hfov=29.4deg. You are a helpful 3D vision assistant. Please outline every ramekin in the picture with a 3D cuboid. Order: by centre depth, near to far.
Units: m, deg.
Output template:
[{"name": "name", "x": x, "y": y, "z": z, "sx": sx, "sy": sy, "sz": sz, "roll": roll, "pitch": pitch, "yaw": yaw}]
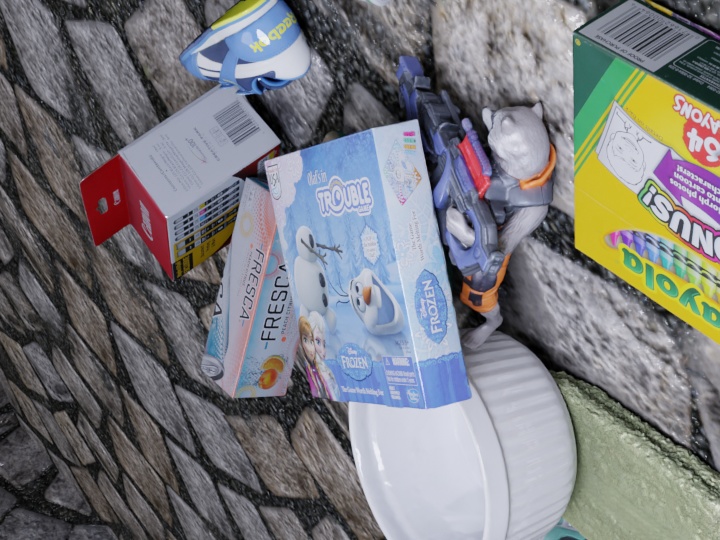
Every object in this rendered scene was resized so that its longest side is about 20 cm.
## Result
[{"name": "ramekin", "x": 0.085, "y": 0.141, "z": 1.105, "sx": 0.200, "sy": 0.105, "sz": 0.201, "roll": 32, "pitch": 129, "yaw": 52}]

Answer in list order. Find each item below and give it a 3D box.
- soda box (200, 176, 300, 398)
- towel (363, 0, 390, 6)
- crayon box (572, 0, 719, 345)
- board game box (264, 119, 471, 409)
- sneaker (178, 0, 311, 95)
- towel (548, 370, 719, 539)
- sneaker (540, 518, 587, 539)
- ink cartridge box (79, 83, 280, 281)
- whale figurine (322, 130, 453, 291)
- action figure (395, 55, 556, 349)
[{"name": "soda box", "x": -0.089, "y": 0.016, "z": 1.291, "sx": 0.068, "sy": 0.063, "sz": 0.201, "roll": 34, "pitch": 114, "yaw": 48}, {"name": "towel", "x": -0.056, "y": -0.280, "z": 1.056, "sx": 0.200, "sy": 0.031, "sz": 0.150, "roll": 24, "pitch": 140, "yaw": 52}, {"name": "crayon box", "x": 0.211, "y": -0.039, "z": 0.792, "sx": 0.200, "sy": 0.058, "sz": 0.173, "roll": 39, "pitch": 151, "yaw": 37}, {"name": "board game box", "x": 0.000, "y": 0.000, "z": 1.037, "sx": 0.200, "sy": 0.043, "sz": 0.200, "roll": -7, "pitch": 95, "yaw": 64}, {"name": "sneaker", "x": -0.101, "y": -0.188, "z": 1.207, "sx": 0.082, "sy": 0.074, "sz": 0.200, "roll": 48, "pitch": 166, "yaw": -13}, {"name": "towel", "x": 0.213, "y": 0.174, "z": 1.076, "sx": 0.200, "sy": 0.036, "sz": 0.149, "roll": 36, "pitch": 142, "yaw": 41}, {"name": "sneaker", "x": 0.157, "y": 0.233, "z": 1.239, "sx": 0.201, "sy": 0.077, "sz": 0.140, "roll": 63, "pitch": 160, "yaw": 12}, {"name": "ink cartridge box", "x": -0.173, "y": -0.071, "z": 1.338, "sx": 0.084, "sy": 0.175, "sz": 0.200, "roll": 52, "pitch": 166, "yaw": 11}, {"name": "whale figurine", "x": 0.016, "y": -0.025, "z": 1.184, "sx": 0.159, "sy": 0.103, "sz": 0.201, "roll": 106, "pitch": 151, "yaw": -55}, {"name": "action figure", "x": 0.087, "y": -0.064, "z": 1.010, "sx": 0.194, "sy": 0.104, "sz": 0.201, "roll": 115, "pitch": 144, "yaw": -56}]
